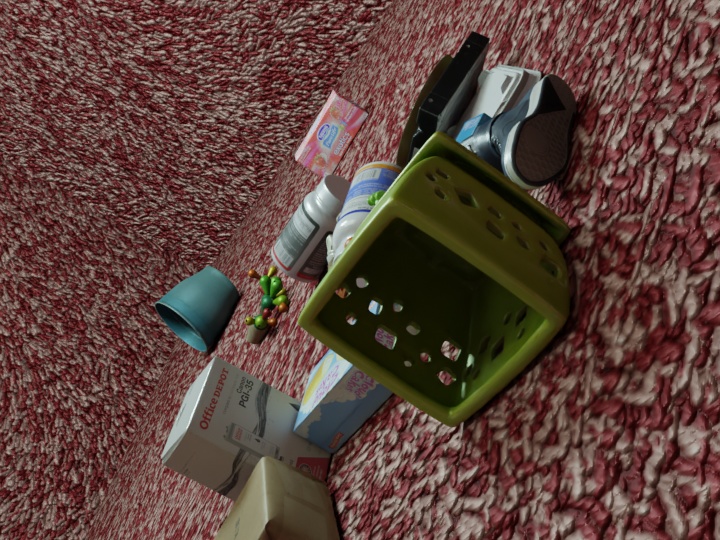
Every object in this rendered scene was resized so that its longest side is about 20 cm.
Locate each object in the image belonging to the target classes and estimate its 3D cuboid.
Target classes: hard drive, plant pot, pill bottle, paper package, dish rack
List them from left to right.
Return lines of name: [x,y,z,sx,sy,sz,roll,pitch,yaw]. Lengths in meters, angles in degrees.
plant pot: [-0.455,0.098,3.060,0.188,0.200,0.200,-48,7,-23]
paper package: [-0.112,0.346,1.235,0.191,0.103,0.200,-60,13,7]
pill bottle: [-0.081,-0.083,2.091,0.200,0.113,0.114,-53,14,29]
pill bottle: [0.020,-0.066,1.641,0.112,0.112,0.201,-48,17,43]
plant pot: [0.112,-0.246,1.701,0.201,0.027,0.200,-60,-11,-19]
plant pot: [0.084,-0.002,1.049,0.200,0.198,0.182,-51,8,39]
hard drive: [0.134,-0.253,1.623,0.200,0.038,0.140,-58,-12,-36]
dish rack: [0.179,-0.222,1.518,0.172,0.043,0.200,-58,13,8]

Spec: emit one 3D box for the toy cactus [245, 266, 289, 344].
toy cactus: [-0.218,0.089,2.339,0.200,0.102,0.166,-98,29,-58]

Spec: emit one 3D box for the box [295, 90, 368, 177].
box: [-0.076,-0.346,2.713,0.201,0.102,0.095,-57,12,10]

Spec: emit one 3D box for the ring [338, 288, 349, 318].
ring: [0.000,0.000,1.790,0.201,0.019,0.201,-56,12,18]

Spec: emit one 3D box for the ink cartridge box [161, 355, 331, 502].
ink cartridge box: [-0.143,0.227,1.406,0.083,0.199,0.147,-51,15,36]

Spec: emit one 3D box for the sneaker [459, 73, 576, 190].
sneaker: [0.168,-0.127,1.223,0.146,0.077,0.203,-35,16,39]

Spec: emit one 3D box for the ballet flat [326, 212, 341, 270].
ballet flat: [-0.023,-0.063,1.911,0.201,0.065,0.071,-62,1,-10]

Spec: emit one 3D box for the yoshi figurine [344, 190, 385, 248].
yoshi figurine: [0.067,-0.061,1.459,0.200,0.112,0.112,-41,40,26]

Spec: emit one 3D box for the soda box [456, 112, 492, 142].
soda box: [0.130,-0.096,1.362,0.201,0.068,0.064,-62,13,-10]

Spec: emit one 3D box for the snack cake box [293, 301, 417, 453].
snack cake box: [-0.004,0.133,1.379,0.200,0.067,0.115,-51,14,39]
